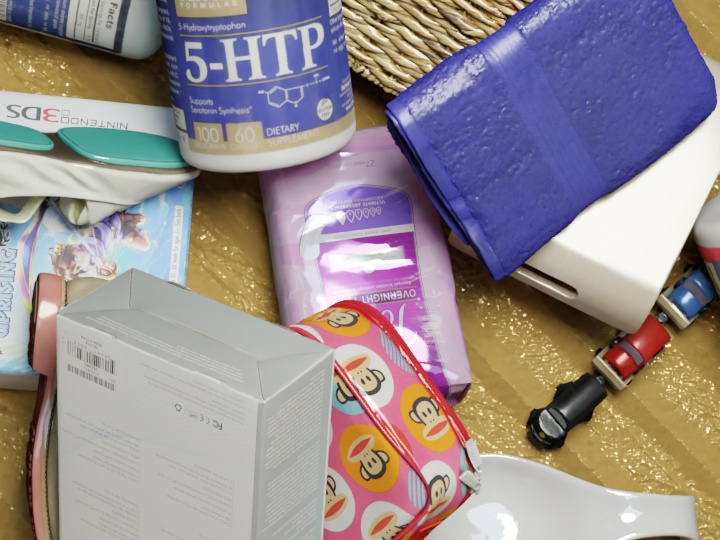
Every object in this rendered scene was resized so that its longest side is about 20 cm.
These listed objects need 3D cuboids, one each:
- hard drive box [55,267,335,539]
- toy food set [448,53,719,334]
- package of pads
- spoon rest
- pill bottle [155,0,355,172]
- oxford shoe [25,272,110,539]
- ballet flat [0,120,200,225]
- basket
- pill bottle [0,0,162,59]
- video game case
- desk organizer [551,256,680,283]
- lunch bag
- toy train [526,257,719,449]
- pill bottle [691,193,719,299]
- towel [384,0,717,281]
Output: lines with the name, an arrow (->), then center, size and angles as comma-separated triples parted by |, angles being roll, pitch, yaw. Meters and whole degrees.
hard drive box -> -0.103, 0.121, 1.207 | 0.155, 0.201, 0.077 | 22, 33, 27
toy food set -> 0.167, -0.075, 1.353 | 0.143, 0.060, 0.201 | 27, 82, 4
package of pads -> 0.000, 0.000, 1.359 | 0.120, 0.076, 0.201 | -7, 74, -7
spoon rest -> 0.136, 0.170, 1.337 | 0.199, 0.061, 0.100 | -2, 73, -10
pill bottle -> -0.072, -0.174, 1.283 | 0.119, 0.120, 0.201 | -12, 110, -12
oxford shoe -> -0.177, 0.103, 1.277 | 0.074, 0.070, 0.201 | 1, 101, -13
ballet flat -> -0.200, -0.061, 1.295 | 0.199, 0.069, 0.070 | 4, 70, -37
basket -> 0.044, -0.220, 1.373 | 0.199, 0.149, 0.143 | 31, 41, 2
pill bottle -> -0.182, -0.210, 1.375 | 0.199, 0.111, 0.112 | 15, 71, -4
video game case -> -0.207, -0.019, 1.348 | 0.180, 0.045, 0.201 | 5, 73, -7
desk organizer -> 0.175, -0.093, 1.418 | 0.077, 0.072, 0.201 | 1, 73, -6
lunch bag -> -0.020, 0.134, 1.252 | 0.082, 0.200, 0.176 | -26, 76, -49
toy train -> 0.192, 0.052, 1.389 | 0.200, 0.046, 0.034 | -41, 83, -18
pill bottle -> 0.317, 0.033, 1.356 | 0.119, 0.120, 0.201 | -29, 102, -16
towel -> 0.123, -0.107, 1.283 | 0.200, 0.050, 0.148 | -36, 119, -5
